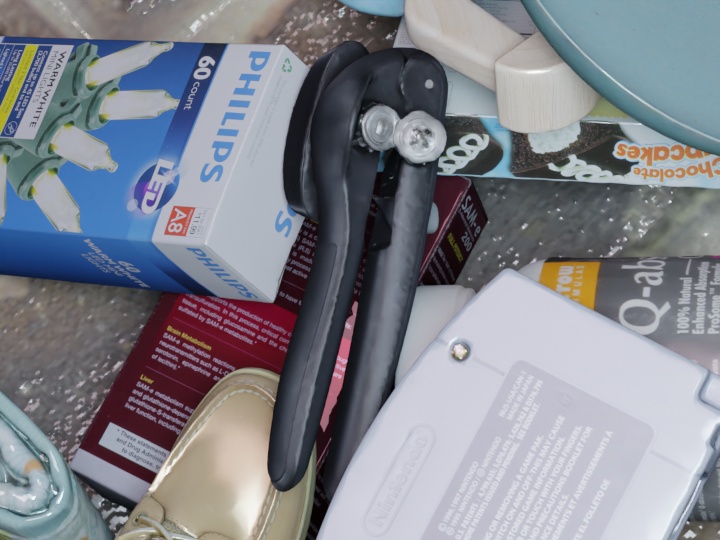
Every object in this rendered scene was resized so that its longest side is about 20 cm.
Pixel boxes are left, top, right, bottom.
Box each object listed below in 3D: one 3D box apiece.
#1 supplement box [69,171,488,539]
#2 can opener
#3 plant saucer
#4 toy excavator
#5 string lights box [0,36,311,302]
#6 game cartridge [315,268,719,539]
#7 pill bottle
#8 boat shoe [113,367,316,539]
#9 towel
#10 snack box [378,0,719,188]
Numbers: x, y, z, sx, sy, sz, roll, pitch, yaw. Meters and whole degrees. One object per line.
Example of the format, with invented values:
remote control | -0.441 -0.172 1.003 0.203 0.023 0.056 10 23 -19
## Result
supplement box | -0.036 0.032 1.370 0.109 0.061 0.200 26 79 18
can opener | 0.000 0.000 1.274 0.063 0.079 0.201 8 82 -17
plant saucer | 0.139 -0.118 1.282 0.199 0.027 0.201 18 44 -19
toy excavator | 0.034 -0.146 1.349 0.194 0.100 0.200 10 47 17
string lights box | -0.112 -0.049 1.368 0.199 0.059 0.103 4 65 38
game cartridge | 0.056 0.108 1.227 0.133 0.040 0.200 28 84 10
pill bottle | 0.120 0.052 1.304 0.199 0.116 0.117 -1 72 11
boat shoe | -0.079 0.135 1.283 0.072 0.065 0.201 25 88 18
towel | -0.181 0.067 1.328 0.048 0.171 0.200 -44 69 -7
snack box | 0.113 -0.086 1.357 0.199 0.037 0.116 3 37 10
